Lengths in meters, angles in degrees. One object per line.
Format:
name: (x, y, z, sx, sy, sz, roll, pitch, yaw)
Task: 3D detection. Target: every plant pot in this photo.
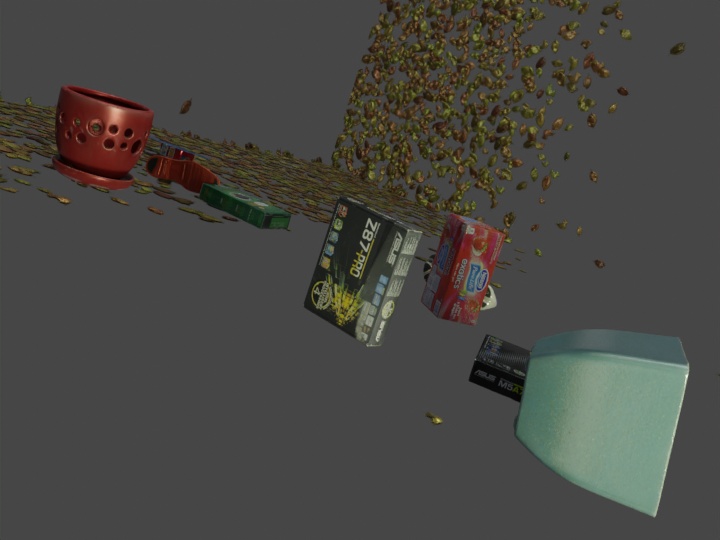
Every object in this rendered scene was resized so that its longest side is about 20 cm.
plant pot: (0.316, 0.181, 1.151, 0.196, 0.200, 0.196, 12, 10, 15)
plant pot: (-0.559, -0.281, 1.817, 0.197, 0.186, 0.201, 19, 12, -4)

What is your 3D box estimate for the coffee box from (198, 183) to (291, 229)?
coffee box: (-0.275, -0.152, 2.033, 0.198, 0.045, 0.122, 25, 13, 24)

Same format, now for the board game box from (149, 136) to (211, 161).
board game box: (-0.538, -0.341, 2.490, 0.197, 0.040, 0.157, 18, 6, -34)

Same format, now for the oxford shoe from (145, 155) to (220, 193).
oxford shoe: (-0.434, -0.243, 2.130, 0.197, 0.072, 0.072, 21, 7, 10)

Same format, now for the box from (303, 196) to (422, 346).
box: (0.000, 0.000, 1.404, 0.160, 0.203, 0.049, 28, 14, 35)

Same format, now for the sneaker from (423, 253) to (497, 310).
sneaker: (0.230, 0.036, 1.974, 0.199, 0.081, 0.083, 35, 5, 25)

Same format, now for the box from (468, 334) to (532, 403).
box: (0.286, 0.180, 1.432, 0.190, 0.048, 0.200, 19, 12, 12)

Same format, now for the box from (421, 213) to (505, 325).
box: (0.208, -0.003, 1.746, 0.094, 0.204, 0.100, 12, 13, -22)
